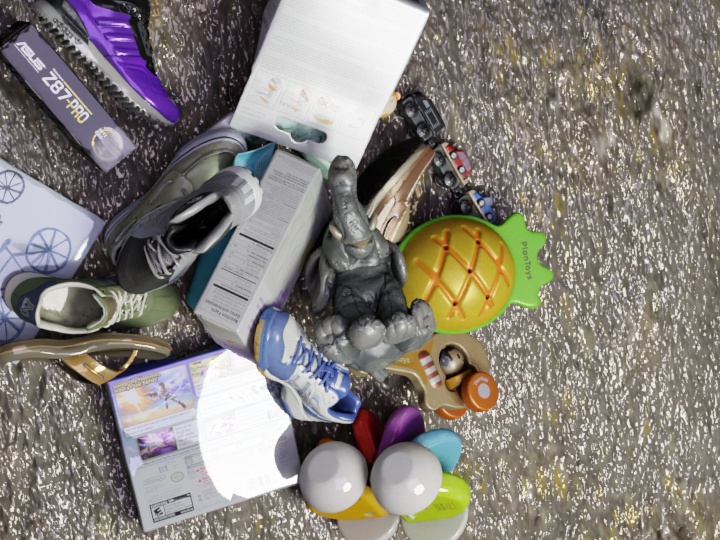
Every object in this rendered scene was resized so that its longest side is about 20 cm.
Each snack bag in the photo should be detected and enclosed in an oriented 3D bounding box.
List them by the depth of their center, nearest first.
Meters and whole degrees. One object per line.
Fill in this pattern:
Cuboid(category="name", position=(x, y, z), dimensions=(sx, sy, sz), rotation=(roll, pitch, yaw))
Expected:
Cuboid(category="snack bag", position=(-0.407, -0.023, 1.656), dimensions=(0.199, 0.021, 0.190), rotation=(33, 88, -22))

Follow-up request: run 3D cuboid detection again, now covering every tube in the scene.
Cuboid(category="tube", position=(-0.144, -0.047, 1.692), dimensions=(0.050, 0.077, 0.201), rotation=(26, 114, 15))

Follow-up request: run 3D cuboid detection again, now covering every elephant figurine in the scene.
Cuboid(category="elephant figurine", position=(0.000, 0.000, 1.685), dimensions=(0.141, 0.155, 0.202), rotation=(8, 57, -46))

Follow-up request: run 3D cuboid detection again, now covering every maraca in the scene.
Cuboid(category="maraca", position=(0.130, 0.000, 1.776), dimensions=(0.198, 0.107, 0.139), rotation=(-11, 92, -17))

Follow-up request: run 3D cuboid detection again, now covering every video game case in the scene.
Cuboid(category="video game case", position=(-0.179, 0.182, 1.749), dimensions=(0.198, 0.045, 0.183), rotation=(-15, 103, -16))

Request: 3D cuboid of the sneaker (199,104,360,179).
Cuboid(category="sneaker", position=(-0.081, -0.146, 1.717), dimensions=(0.199, 0.074, 0.119), rotation=(-27, 99, -15))

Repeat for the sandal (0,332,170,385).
Cuboid(category="sandal", position=(-0.307, 0.100, 1.669), dimensions=(0.198, 0.080, 0.055), rotation=(-2, 82, -24))

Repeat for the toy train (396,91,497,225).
Cuboid(category="toy train", position=(0.107, -0.124, 1.808), dimensions=(0.046, 0.034, 0.201), rotation=(-37, 107, -21))

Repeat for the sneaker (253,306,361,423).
Cuboid(category="sneaker", position=(-0.054, 0.105, 1.686), dimensions=(0.200, 0.087, 0.076), rotation=(61, 44, -55))

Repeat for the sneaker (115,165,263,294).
Cuboid(category="sneaker", position=(-0.196, -0.032, 1.574), dimensions=(0.200, 0.116, 0.075), rotation=(-38, 96, 22))

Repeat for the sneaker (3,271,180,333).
Cuboid(category="sneaker", position=(-0.282, 0.041, 1.659), dimensions=(0.198, 0.090, 0.068), rotation=(3, 103, -27))

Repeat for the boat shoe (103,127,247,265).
Cuboid(category="boat shoe", position=(-0.199, -0.073, 1.669), dimensions=(0.200, 0.062, 0.072), rotation=(-42, 122, 12))

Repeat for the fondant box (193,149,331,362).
Cuboid(category="fondant box", position=(-0.104, -0.013, 1.673), dimensions=(0.058, 0.144, 0.201), rotation=(25, 77, 11))

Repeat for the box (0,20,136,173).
Cuboid(category="box", position=(-0.311, -0.182, 1.573), dimensions=(0.049, 0.200, 0.162), rotation=(-39, 107, -7))

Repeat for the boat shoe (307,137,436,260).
Cuboid(category="boat shoe", position=(0.021, -0.063, 1.771), dimensions=(0.074, 0.076, 0.200), rotation=(38, 93, -24))

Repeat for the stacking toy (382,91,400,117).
Cuboid(category="stacking toy", position=(0.014, -0.270, 1.730), dimensions=(0.115, 0.110, 0.202), rotation=(-15, 113, -18))

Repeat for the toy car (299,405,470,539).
Cuboid(category="toy car", position=(0.034, 0.230, 1.764), dimensions=(0.175, 0.198, 0.151), rotation=(55, 39, -53))

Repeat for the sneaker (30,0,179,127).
Cuboid(category="sneaker", position=(-0.253, -0.247, 1.652), dimensions=(0.200, 0.069, 0.100), rotation=(45, 81, -19))

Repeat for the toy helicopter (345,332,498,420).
Cuboid(category="toy helicopter", position=(0.069, 0.100, 1.799), dimensions=(0.198, 0.079, 0.134), rotation=(9, 72, -30))

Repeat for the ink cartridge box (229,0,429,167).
Cuboid(category="ink cartridge box", position=(-0.038, -0.230, 1.665), dimensions=(0.161, 0.057, 0.201), rotation=(18, 118, -19))
